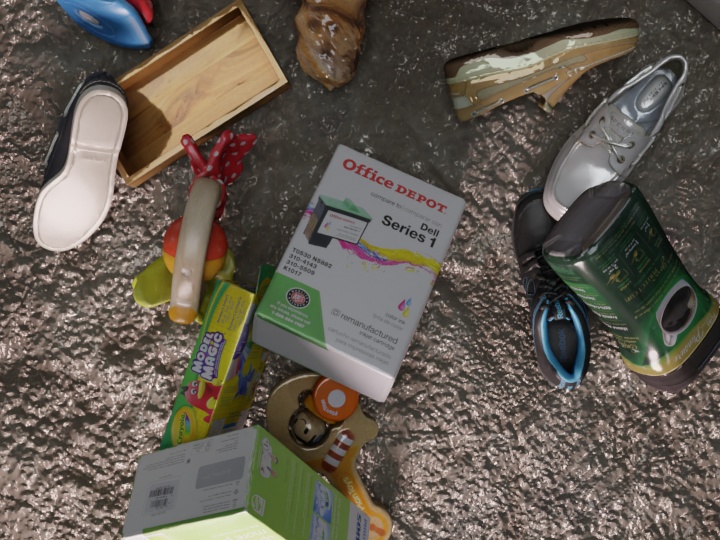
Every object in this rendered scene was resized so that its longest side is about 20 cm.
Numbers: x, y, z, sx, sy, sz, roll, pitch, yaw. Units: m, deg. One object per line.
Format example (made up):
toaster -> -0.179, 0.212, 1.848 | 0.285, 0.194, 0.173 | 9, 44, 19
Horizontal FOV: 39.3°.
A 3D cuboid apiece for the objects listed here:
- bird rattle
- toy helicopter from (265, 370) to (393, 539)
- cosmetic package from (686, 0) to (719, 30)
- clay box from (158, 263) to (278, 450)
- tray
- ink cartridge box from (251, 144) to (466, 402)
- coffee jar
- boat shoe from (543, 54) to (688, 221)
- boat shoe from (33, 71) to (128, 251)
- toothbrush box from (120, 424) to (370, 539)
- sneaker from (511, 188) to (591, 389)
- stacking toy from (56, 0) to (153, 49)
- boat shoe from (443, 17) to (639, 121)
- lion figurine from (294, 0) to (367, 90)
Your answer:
bird rattle -> -0.151, -0.035, 0.988 | 0.111, 0.164, 0.203 | 18, 112, -11
toy helicopter -> -0.034, 0.199, 1.027 | 0.131, 0.079, 0.202 | -29, 100, -3
cosmetic package -> 0.334, -0.345, 0.995 | 0.200, 0.081, 0.113 | 44, 93, 2
clay box -> -0.130, 0.086, 1.009 | 0.047, 0.115, 0.204 | 19, 90, 12
tray -> -0.181, -0.184, 1.054 | 0.198, 0.037, 0.100 | -32, 88, 4
ink cartridge box -> 0.000, 0.000, 0.978 | 0.143, 0.084, 0.203 | 24, 66, 3
coffee jar -> 0.266, 0.019, 0.963 | 0.104, 0.085, 0.201 | -47, 113, -14
boat shoe -> 0.250, -0.135, 0.989 | 0.070, 0.069, 0.201 | 37, 81, 9
boat shoe -> -0.287, -0.111, 1.037 | 0.071, 0.063, 0.202 | 12, 123, -27
toothbrush box -> -0.101, 0.240, 0.946 | 0.143, 0.200, 0.087 | -17, 48, 26
sneaker -> 0.198, 0.017, 1.003 | 0.072, 0.082, 0.204 | -12, 88, 7
stacking toy -> -0.231, -0.343, 1.034 | 0.114, 0.110, 0.203 | 26, 81, 6
boat shoe -> 0.186, -0.198, 1.019 | 0.196, 0.072, 0.078 | -13, 103, 11
lion figurine -> -0.010, -0.293, 1.025 | 0.122, 0.072, 0.201 | 39, 88, -4
